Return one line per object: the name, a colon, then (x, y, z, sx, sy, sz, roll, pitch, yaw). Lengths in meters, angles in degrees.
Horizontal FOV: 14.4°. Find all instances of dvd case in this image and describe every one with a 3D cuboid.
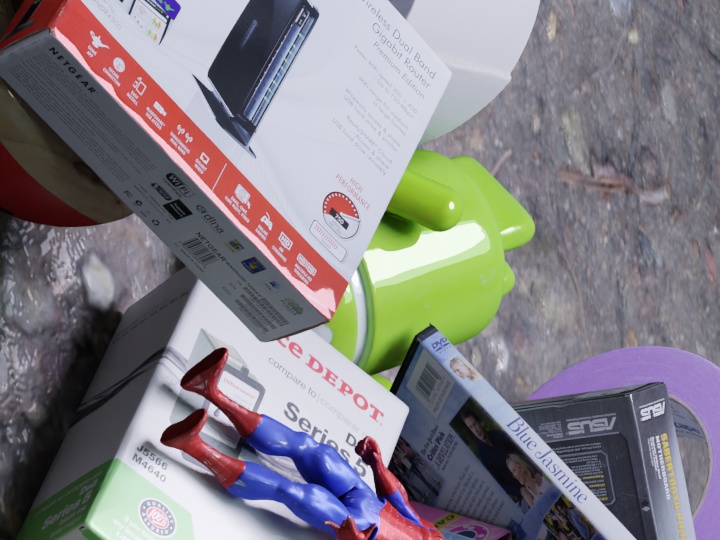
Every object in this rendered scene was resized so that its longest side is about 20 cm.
dvd case: (0.083, 0.140, 1.585, 0.018, 0.143, 0.200, -32, 70, -32)

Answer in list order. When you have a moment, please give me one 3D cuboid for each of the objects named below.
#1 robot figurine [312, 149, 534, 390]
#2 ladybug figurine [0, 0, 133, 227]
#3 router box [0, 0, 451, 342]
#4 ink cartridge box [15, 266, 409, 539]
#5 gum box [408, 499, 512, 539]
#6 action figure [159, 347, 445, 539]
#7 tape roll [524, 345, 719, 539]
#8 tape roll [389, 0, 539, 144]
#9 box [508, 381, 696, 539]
robot figurine: (0.000, 0.000, 1.611, 0.200, 0.175, 0.116, -18, 55, -34)
ladybug figurine: (-0.173, -0.083, 1.385, 0.200, 0.072, 0.136, 47, 16, -57)
router box: (-0.062, -0.098, 1.368, 0.200, 0.049, 0.180, 46, 48, -24)
ink cartridge box: (-0.076, 0.112, 1.463, 0.145, 0.084, 0.200, 39, 44, -18)
gum box: (0.048, 0.236, 1.627, 0.066, 0.113, 0.200, -30, 116, -33)
action figure: (-0.007, 0.117, 1.427, 0.200, 0.052, 0.065, 39, 39, -24)
tape roll: (0.174, 0.150, 1.823, 0.066, 0.200, 0.200, 47, 43, -44)
tape roll: (-0.017, -0.172, 1.586, 0.139, 0.203, 0.203, 6, 76, -61)
box: (0.098, 0.157, 1.686, 0.048, 0.200, 0.158, -15, 93, -58)
